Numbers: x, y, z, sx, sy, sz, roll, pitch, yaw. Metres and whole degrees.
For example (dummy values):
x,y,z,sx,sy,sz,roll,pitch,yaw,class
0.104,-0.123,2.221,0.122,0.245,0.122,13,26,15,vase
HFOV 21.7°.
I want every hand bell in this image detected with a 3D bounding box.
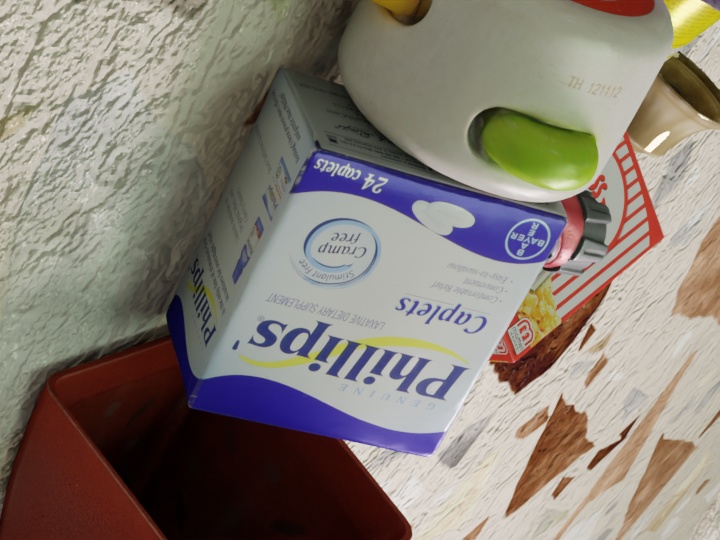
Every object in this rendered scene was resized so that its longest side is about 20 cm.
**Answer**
x,y,z,sx,sy,sz,roll,pitch,yaw,class
0.221,-0.096,1.643,0.200,0.104,0.104,-48,162,28,hand bell

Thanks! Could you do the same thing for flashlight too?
x,y,z,sx,sy,sz,roll,pitch,yaw,class
0.092,-0.042,1.365,0.199,0.068,0.068,9,151,-38,flashlight

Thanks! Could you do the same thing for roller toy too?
x,y,z,sx,sy,sz,roll,pitch,yaw,class
0.089,-0.146,1.146,0.182,0.200,0.140,-33,154,-59,roller toy

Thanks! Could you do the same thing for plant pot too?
x,y,z,sx,sy,sz,roll,pitch,yaw,class
-0.125,0.176,1.244,0.199,0.200,0.176,-18,154,-54,plant pot

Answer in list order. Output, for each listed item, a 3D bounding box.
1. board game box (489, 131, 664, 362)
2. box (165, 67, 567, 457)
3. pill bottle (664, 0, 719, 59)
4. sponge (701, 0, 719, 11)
x,y,z,sx,sy,sz,roll,pitch,yaw,class
0.142,-0.044,1.476,0.200,0.046,0.152,-37,113,-33,board game box
0.000,0.000,1.192,0.183,0.105,0.201,14,120,-25,box
0.214,-0.217,1.214,0.109,0.110,0.200,-30,175,-41,pill bottle
0.164,-0.247,1.116,0.112,0.199,0.030,-61,178,26,sponge
